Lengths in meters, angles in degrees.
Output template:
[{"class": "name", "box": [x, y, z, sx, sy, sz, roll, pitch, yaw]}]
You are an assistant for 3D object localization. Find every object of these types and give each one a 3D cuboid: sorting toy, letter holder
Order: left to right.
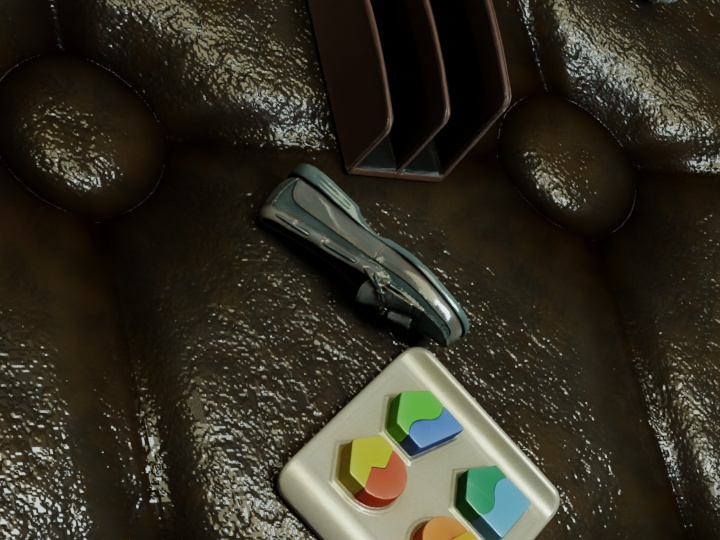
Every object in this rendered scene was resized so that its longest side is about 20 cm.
[{"class": "letter holder", "box": [0.042, -0.201, 1.793, 0.100, 0.142, 0.201, 4, 60, -31]}, {"class": "sorting toy", "box": [0.053, 0.174, 1.634, 0.185, 0.036, 0.200, 47, 48, 2]}]

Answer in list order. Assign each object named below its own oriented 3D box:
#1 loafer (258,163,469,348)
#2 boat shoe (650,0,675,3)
[{"class": "loafer", "box": [0.000, 0.000, 1.701, 0.200, 0.072, 0.063, 43, 68, 8]}, {"class": "boat shoe", "box": [0.235, -0.327, 2.057, 0.200, 0.072, 0.062, 39, 73, -1]}]
